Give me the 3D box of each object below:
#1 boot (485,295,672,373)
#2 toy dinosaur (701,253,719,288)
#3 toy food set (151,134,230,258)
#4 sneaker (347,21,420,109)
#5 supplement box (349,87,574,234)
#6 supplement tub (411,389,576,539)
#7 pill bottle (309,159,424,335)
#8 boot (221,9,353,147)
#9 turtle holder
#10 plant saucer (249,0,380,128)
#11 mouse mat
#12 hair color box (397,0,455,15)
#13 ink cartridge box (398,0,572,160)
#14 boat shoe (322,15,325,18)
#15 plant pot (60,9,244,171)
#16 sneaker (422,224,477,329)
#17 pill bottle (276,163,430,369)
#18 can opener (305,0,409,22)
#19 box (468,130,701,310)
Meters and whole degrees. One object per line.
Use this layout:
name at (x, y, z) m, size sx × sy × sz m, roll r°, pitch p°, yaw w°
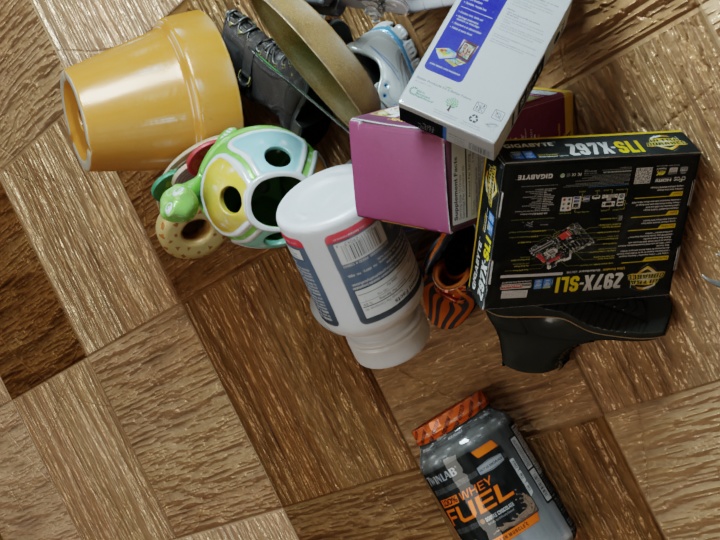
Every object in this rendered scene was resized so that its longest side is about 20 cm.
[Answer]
boot at (0.231, 0.064, 1.436) m, size 0.199 × 0.078 × 0.139 m, roll 13°, pitch 144°, yaw 26°
toy dinosaur at (0.388, 0.079, 1.271) m, size 0.102 × 0.077 × 0.201 m, roll 25°, pitch 133°, yaw 51°
toy food set at (-0.155, -0.094, 1.661) m, size 0.199 × 0.199 × 0.049 m, roll 98°, pitch 161°, yaw -50°
sneaker at (0.044, -0.171, 1.481) m, size 0.201 × 0.086 × 0.075 m, roll 57°, pitch 138°, yaw 6°
supplement box at (0.105, -0.116, 1.353) m, size 0.130 × 0.199 × 0.104 m, roll 14°, pitch 116°, yaw 44°
supplement tub at (0.149, 0.247, 1.565) m, size 0.201 × 0.122 × 0.122 m, roll 58°, pitch 140°, yaw 5°
pill bottle at (0.007, -0.024, 1.579) m, size 0.114 × 0.114 × 0.201 m, roll 41°, pitch 136°, yaw 24°
boot at (-0.101, -0.252, 1.607) m, size 0.174 × 0.069 × 0.201 m, roll 44°, pitch 139°, yaw 21°
turtle holder at (-0.121, -0.096, 1.530) m, size 0.142 × 0.185 × 0.132 m, roll -65°, pitch 21°, yaw 7°
plant saucer at (-0.038, -0.216, 1.396) m, size 0.200 × 0.035 × 0.200 m, roll 50°, pitch 176°, yaw 4°
mouse mat at (-0.034, -0.165, 1.456) m, size 0.200 × 0.161 × 0.008 m, roll 40°, pitch 94°, yaw 5°
hair color box at (0.113, -0.318, 1.346) m, size 0.199 × 0.060 × 0.100 m, roll 1°, pitch 110°, yaw 46°
ink cartridge box at (0.121, -0.205, 1.243) m, size 0.099 × 0.201 × 0.039 m, roll 25°, pitch 162°, yaw 14°
boat shoe at (-0.083, -0.343, 1.529) m, size 0.062 × 0.072 × 0.201 m, roll 128°, pitch 131°, yaw -72°
plant pot at (-0.262, -0.202, 1.672) m, size 0.200 × 0.182 × 0.201 m, roll 164°, pitch 90°, yaw -70°
sneaker at (0.097, 0.003, 1.485) m, size 0.077 × 0.112 × 0.201 m, roll 19°, pitch 128°, yaw 10°
pill bottle at (0.000, 0.000, 1.448) m, size 0.119 × 0.120 × 0.201 m, roll 11°, pitch 135°, yaw 44°
can opener at (-0.033, -0.296, 1.420) m, size 0.199 × 0.053 × 0.067 m, roll 9°, pitch 79°, yaw 30°
box at (0.209, -0.047, 1.286) m, size 0.049 × 0.199 × 0.160 m, roll -114°, pitch 23°, yaw -53°
